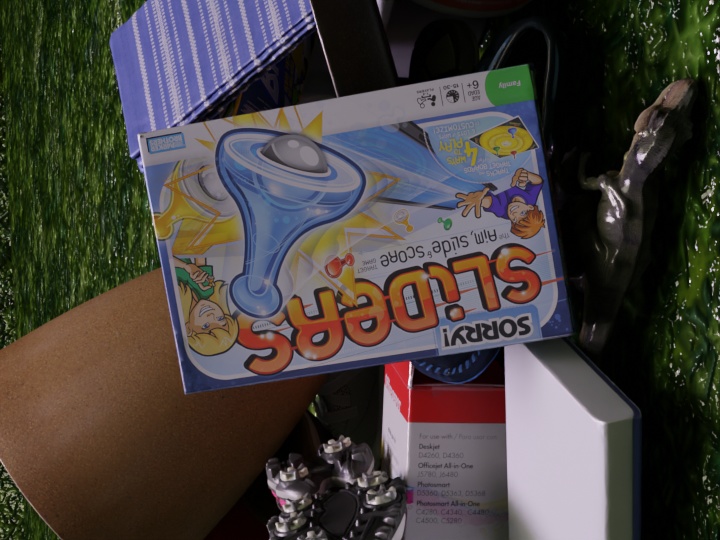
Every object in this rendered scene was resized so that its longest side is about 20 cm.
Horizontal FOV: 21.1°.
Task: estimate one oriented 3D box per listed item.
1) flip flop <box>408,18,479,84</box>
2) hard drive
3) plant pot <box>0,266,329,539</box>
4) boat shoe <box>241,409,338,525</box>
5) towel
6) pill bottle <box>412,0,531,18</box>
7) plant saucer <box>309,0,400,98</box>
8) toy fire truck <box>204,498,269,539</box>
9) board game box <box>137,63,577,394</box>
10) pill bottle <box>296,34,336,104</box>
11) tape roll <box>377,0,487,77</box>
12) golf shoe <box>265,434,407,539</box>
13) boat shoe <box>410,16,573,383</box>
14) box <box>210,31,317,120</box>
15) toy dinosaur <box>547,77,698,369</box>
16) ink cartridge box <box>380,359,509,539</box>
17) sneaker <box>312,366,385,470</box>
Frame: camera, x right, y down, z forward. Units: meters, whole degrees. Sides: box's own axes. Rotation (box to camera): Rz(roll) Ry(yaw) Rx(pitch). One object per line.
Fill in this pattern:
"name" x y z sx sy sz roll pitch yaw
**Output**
"flip flop" 0.062 -0.072 1.145 0.200 0.057 0.081 87 177 -50
"hard drive" 0.108 0.139 0.988 0.132 0.025 0.201 -129 33 -63
"plant pot" -0.114 0.073 1.245 0.200 0.186 0.187 -38 35 9
"boat shoe" -0.024 0.150 1.272 0.072 0.066 0.201 -54 37 9
"towel" -0.083 -0.165 1.260 0.200 0.024 0.145 -37 43 20
"pill bottle" 0.074 -0.238 1.005 0.200 0.112 0.112 110 153 -48
"plant saucer" -0.001 -0.124 1.070 0.200 0.034 0.201 -15 -90 -88
"toy fire truck" -0.063 0.222 1.374 0.200 0.129 0.176 45 179 35
"board game box" -0.001 -0.020 0.965 0.034 0.199 0.136 -34 -66 -79
"pill bottle" -0.059 -0.141 1.420 0.200 0.112 0.112 -115 30 -53
"tape roll" 0.026 -0.223 1.229 0.200 0.066 0.201 180 90 -72
"golf shoe" -0.006 0.155 1.076 0.200 0.077 0.088 -111 6 -81
"boat shoe" 0.059 -0.041 1.023 0.069 0.084 0.201 40 -120 -81
"box" -0.077 -0.155 1.313 0.070 0.064 0.200 0 65 33
"toy dinosaur" 0.121 -0.012 0.972 0.088 0.047 0.200 -129 38 -53
"ink cartridge box" 0.050 0.114 1.120 0.116 0.067 0.201 -127 39 -80
"sneaker" -0.019 0.065 1.340 0.075 0.082 0.200 -122 36 -59
